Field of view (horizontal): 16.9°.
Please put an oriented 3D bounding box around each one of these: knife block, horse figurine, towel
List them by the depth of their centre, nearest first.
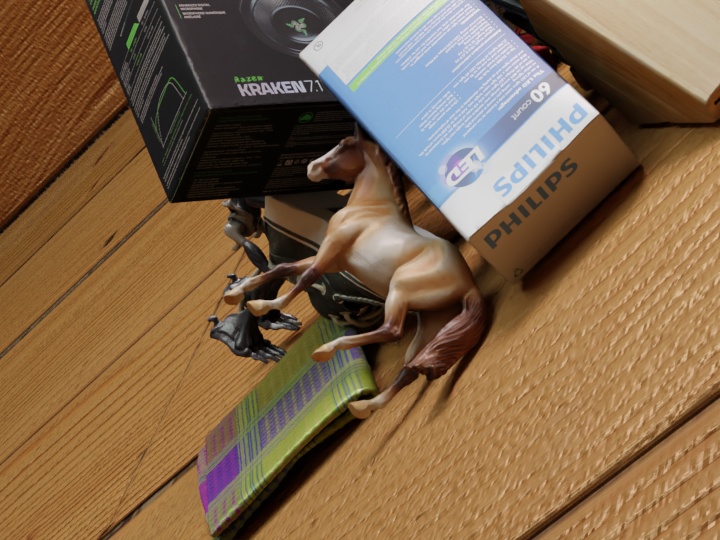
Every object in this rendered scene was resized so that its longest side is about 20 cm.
[{"bbox_3d":[0.128,-0.163,1.357,0.064,0.175,0.200,-49,12,-6],"label":"knife block"},{"bbox_3d":[0.010,0.007,1.398,0.132,0.050,0.200,-36,45,-17],"label":"horse figurine"},{"bbox_3d":[-0.046,0.093,1.516,0.144,0.023,0.200,-45,13,5],"label":"towel"}]

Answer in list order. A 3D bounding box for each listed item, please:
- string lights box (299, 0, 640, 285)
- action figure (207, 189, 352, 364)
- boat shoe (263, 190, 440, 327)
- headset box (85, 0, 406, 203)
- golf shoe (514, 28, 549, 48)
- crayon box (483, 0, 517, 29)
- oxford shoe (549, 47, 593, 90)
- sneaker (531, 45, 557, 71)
[{"bbox_3d":[0.059,-0.095,1.398,0.103,0.059,0.200,-43,48,4],"label":"string lights box"},{"bbox_3d":[-0.051,-0.045,1.672,0.119,0.102,0.201,-53,-27,-64],"label":"action figure"},{"bbox_3d":[0.000,0.000,1.523,0.200,0.070,0.064,32,121,58],"label":"boat shoe"},{"bbox_3d":[-0.067,-0.153,1.577,0.201,0.173,0.093,66,145,31],"label":"headset box"},{"bbox_3d":[0.087,-0.161,1.708,0.200,0.092,0.073,-50,13,-7],"label":"golf shoe"},{"bbox_3d":[0.128,-0.221,1.476,0.199,0.127,0.051,-14,42,10],"label":"crayon box"},{"bbox_3d":[0.157,-0.194,1.606,0.071,0.074,0.200,-41,13,26],"label":"oxford shoe"},{"bbox_3d":[0.095,-0.088,1.494,0.084,0.077,0.200,-11,33,10],"label":"sneaker"}]
